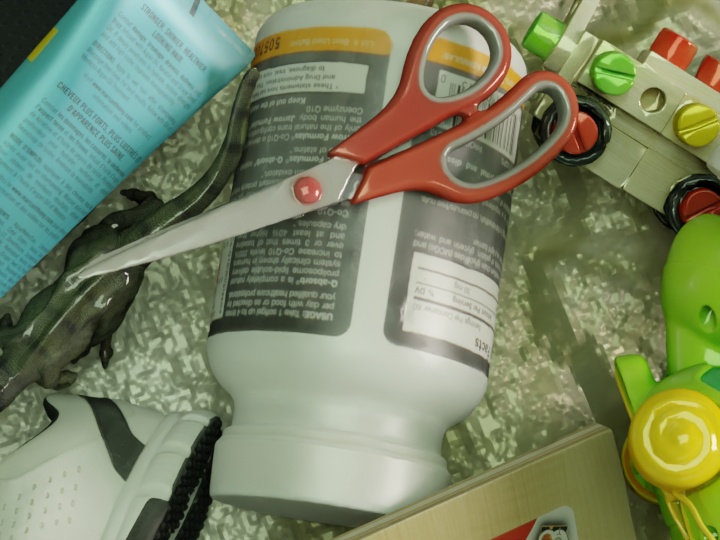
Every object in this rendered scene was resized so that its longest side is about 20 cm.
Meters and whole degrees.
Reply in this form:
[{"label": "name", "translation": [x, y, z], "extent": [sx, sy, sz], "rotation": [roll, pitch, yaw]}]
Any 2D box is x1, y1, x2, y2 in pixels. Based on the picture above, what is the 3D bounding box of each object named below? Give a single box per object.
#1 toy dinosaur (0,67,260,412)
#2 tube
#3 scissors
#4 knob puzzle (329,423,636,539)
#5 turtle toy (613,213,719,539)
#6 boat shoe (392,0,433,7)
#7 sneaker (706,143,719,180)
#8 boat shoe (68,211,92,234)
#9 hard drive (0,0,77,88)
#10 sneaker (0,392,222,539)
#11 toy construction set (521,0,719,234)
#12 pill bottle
[{"label": "toy dinosaur", "translation": [-0.103, 0.001, 0.849], "extent": [0.047, 0.088, 0.200], "rotation": [43, 89, 0]}, {"label": "tube", "translation": [-0.131, -0.035, 0.804], "extent": [0.200, 0.077, 0.050], "rotation": [-45, 46, -1]}, {"label": "scissors", "translation": [-0.006, -0.029, 0.782], "extent": [0.200, 0.014, 0.073], "rotation": [-36, 92, -18]}, {"label": "knob puzzle", "translation": [0.038, 0.178, 0.824], "extent": [0.220, 0.030, 0.220], "rotation": [-7, 105, -29]}, {"label": "turtle toy", "translation": [0.157, 0.075, 0.820], "extent": [0.101, 0.146, 0.200], "rotation": [-18, 80, 2]}, {"label": "boat shoe", "translation": [0.058, -0.200, 0.916], "extent": [0.076, 0.072, 0.200], "rotation": [18, 78, -11]}, {"label": "sneaker", "translation": [0.220, -0.028, 0.813], "extent": [0.200, 0.078, 0.079], "rotation": [24, 102, -36]}, {"label": "boat shoe", "translation": [-0.166, -0.013, 0.864], "extent": [0.060, 0.076, 0.200], "rotation": [45, 80, 0]}, {"label": "hard drive", "translation": [-0.175, -0.085, 0.863], "extent": [0.200, 0.042, 0.135], "rotation": [-28, 46, -9]}, {"label": "sneaker", "translation": [-0.123, 0.121, 0.812], "extent": [0.080, 0.074, 0.200], "rotation": [16, 36, 11]}, {"label": "toy construction set", "translation": [0.145, -0.085, 0.882], "extent": [0.200, 0.092, 0.131], "rotation": [33, 96, 9]}, {"label": "pill bottle", "translation": [0.000, 0.000, 0.847], "extent": [0.116, 0.116, 0.200], "rotation": [9, 79, -1]}]
